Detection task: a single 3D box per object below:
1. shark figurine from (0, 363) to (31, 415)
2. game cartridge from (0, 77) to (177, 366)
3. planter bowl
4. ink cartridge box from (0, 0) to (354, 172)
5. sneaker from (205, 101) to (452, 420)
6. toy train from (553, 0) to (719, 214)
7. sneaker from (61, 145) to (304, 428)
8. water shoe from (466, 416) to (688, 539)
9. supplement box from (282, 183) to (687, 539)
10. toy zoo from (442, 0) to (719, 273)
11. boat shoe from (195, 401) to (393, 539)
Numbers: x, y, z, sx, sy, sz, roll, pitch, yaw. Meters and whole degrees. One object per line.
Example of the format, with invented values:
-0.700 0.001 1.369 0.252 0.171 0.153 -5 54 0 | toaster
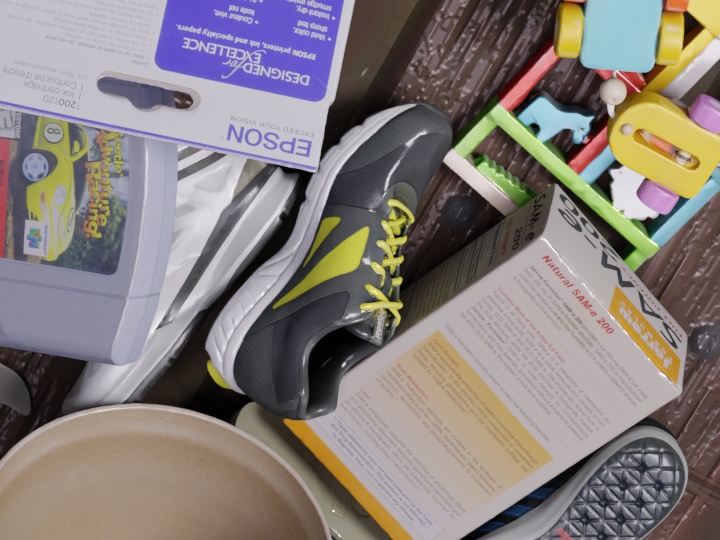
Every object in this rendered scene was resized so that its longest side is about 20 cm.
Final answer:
-0.237 0.105 1.750 0.128 0.090 0.215 -13 109 9 | shark figurine
-0.165 -0.051 1.662 0.133 0.041 0.200 7 98 26 | game cartridge
-0.125 0.194 1.674 0.200 0.200 0.135 14 136 -3 | planter bowl
-0.103 -0.152 1.600 0.198 0.200 0.043 12 155 -3 | ink cartridge box
0.000 0.000 1.676 0.200 0.085 0.074 -56 145 5 | sneaker
0.193 -0.117 1.641 0.150 0.056 0.200 -32 110 12 | toy train
-0.134 -0.007 1.717 0.115 0.076 0.201 38 101 -3 | sneaker
0.108 0.162 1.754 0.200 0.079 0.072 -36 101 6 | water shoe
0.072 0.061 1.714 0.200 0.074 0.126 -35 106 23 | supplement box
0.160 -0.093 1.689 0.131 0.020 0.200 40 108 -13 | toy zoo
-0.017 0.155 1.774 0.201 0.074 0.063 38 134 -19 | boat shoe
